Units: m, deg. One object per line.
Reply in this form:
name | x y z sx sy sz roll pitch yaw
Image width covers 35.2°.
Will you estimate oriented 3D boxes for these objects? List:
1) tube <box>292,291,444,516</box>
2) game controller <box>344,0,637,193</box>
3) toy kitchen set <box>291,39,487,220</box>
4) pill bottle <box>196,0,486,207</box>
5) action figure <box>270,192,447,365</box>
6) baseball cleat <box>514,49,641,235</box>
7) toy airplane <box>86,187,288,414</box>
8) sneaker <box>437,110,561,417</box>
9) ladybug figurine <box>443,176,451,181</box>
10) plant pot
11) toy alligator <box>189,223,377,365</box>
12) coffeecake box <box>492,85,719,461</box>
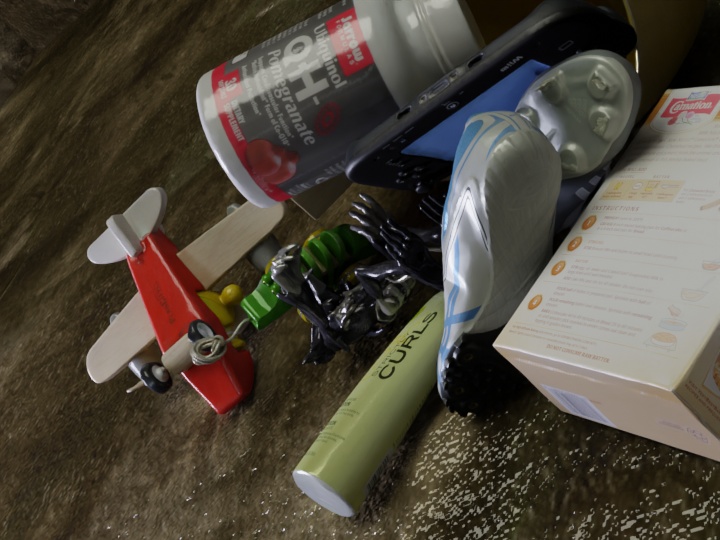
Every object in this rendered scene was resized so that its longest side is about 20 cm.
tube | 0.027 0.077 0.796 0.058 0.052 0.200 20 60 32
game controller | 0.080 -0.108 0.735 0.200 0.042 0.104 -33 -13 33
toy kitchen set | -0.040 -0.192 0.955 0.200 0.180 0.163 -45 25 9
pill bottle | -0.009 -0.134 0.823 0.199 0.111 0.111 -25 31 14
action figure | 0.000 0.000 0.864 0.119 0.102 0.200 -42 6 -37
baseball cleat | 0.136 -0.080 0.741 0.106 0.070 0.200 -29 -16 -34
toy airplane | -0.160 0.023 1.050 0.199 0.141 0.200 6 83 35
sneaker | 0.081 -0.002 0.708 0.073 0.072 0.201 -120 33 -61
ladybug figurine | 0.073 -0.135 0.991 0.136 0.072 0.200 -46 26 7
plant pot | 0.170 -0.199 0.832 0.142 0.201 0.200 -30 17 -28
toy alligator | -0.058 0.010 0.945 0.200 0.054 0.059 -33 61 -21
coffeecake box | 0.190 -0.007 0.630 0.200 0.073 0.153 -54 25 -13
